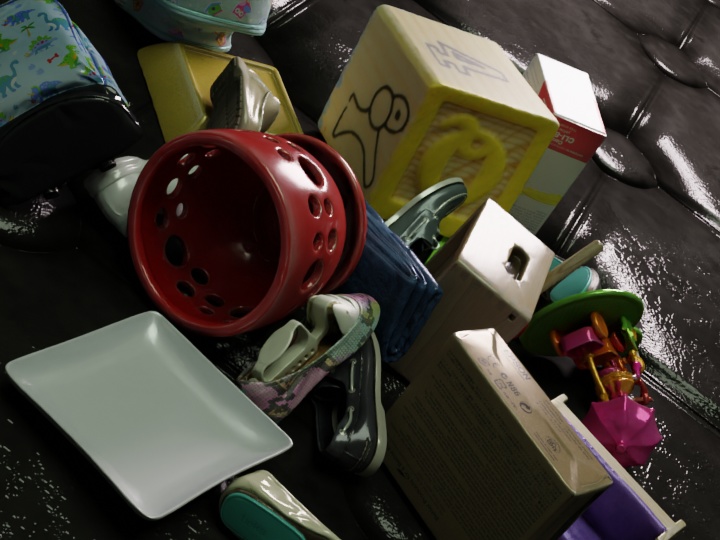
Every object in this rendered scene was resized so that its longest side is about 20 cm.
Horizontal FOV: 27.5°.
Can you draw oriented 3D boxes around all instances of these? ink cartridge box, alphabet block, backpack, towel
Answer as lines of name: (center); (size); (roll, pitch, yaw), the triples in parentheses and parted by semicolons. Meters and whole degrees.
ink cartridge box: (0.222, -0.155, 1.916); (0.083, 0.200, 0.146); (18, 37, -20)
ink cartridge box: (0.121, 0.183, 1.428); (0.075, 0.165, 0.200); (-6, 51, -48)
alphabet block: (0.090, -0.178, 1.806); (0.195, 0.196, 0.200); (11, 33, -29)
backpack: (-0.325, -0.186, 1.500); (0.154, 0.162, 0.200); (62, 3, -33)
backpack: (-0.199, -0.354, 1.807); (0.175, 0.154, 0.200); (8, 17, -39)
towel: (0.000, 0.000, 1.570); (0.048, 0.112, 0.200); (6, 31, -42)

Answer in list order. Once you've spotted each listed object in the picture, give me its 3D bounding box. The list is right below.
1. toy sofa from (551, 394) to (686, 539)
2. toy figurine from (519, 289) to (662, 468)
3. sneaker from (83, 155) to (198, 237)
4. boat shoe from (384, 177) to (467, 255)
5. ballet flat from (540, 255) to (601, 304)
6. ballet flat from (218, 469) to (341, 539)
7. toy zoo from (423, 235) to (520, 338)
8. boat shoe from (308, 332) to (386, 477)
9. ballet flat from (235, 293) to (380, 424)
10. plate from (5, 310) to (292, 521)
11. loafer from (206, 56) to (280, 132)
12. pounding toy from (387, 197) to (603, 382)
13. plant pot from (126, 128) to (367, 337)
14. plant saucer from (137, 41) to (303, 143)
toy sofa: (0.234, 0.234, 1.544); (0.200, 0.083, 0.097); (48, 33, 18)
toy figurine: (0.289, 0.146, 1.701); (0.200, 0.150, 0.185); (33, 38, -53)
sneaker: (-0.204, -0.079, 1.564); (0.200, 0.075, 0.089); (-22, 80, -52)
boat shoe: (0.058, -0.036, 1.688); (0.200, 0.073, 0.062); (-35, 75, -28)
ballet flat: (0.259, 0.026, 1.795); (0.068, 0.068, 0.200); (50, 2, -16)
ballet flat: (-0.037, 0.250, 1.299); (0.200, 0.070, 0.069); (42, 33, 9)
toy zoo: (0.133, 0.019, 1.779); (0.200, 0.020, 0.131); (36, 33, 0)
boat shoe: (-0.021, 0.113, 1.474); (0.062, 0.073, 0.201); (19, 41, -29)
ballet flat: (-0.050, 0.070, 1.442); (0.069, 0.071, 0.200); (19, 48, 35)
plate: (-0.190, 0.131, 1.319); (0.199, 0.032, 0.200); (42, 33, 19)
loafer: (-0.125, -0.178, 1.637); (0.068, 0.076, 0.200); (31, 23, -20)
pounding toy: (0.144, 0.028, 1.623); (0.142, 0.184, 0.200); (40, 32, -5)
plant pot: (-0.106, -0.043, 1.485); (0.201, 0.201, 0.182); (47, 25, 17)
plant saucer: (-0.152, -0.198, 1.765); (0.199, 0.049, 0.201); (10, 41, -34)
